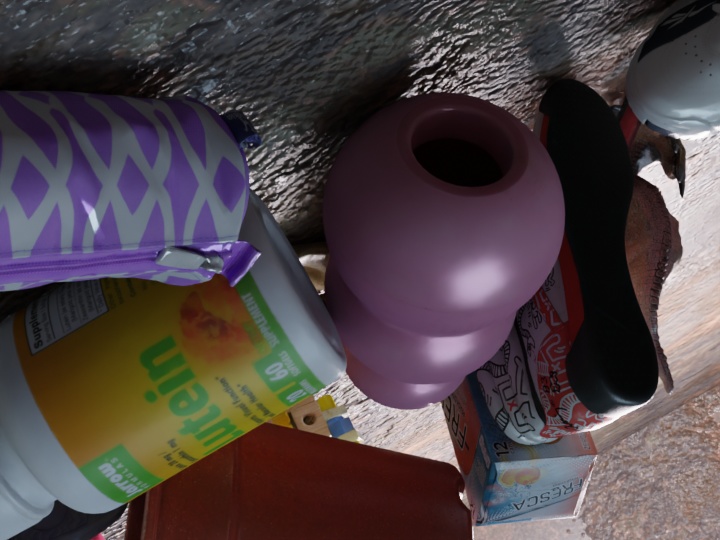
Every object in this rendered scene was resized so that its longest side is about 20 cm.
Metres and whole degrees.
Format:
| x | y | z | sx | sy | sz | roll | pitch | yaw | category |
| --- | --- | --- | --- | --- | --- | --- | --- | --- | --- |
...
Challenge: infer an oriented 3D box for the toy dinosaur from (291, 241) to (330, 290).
| x | y | z | sx | sy | sz | roll | pitch | yaw | category |
| --- | --- | --- | --- | --- | --- | --- | --- | --- | --- |
| 0.000 | 0.000 | 0.874 | 0.100 | 0.059 | 0.200 | -18 | 158 | 16 | toy dinosaur |

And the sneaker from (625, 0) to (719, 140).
| x | y | z | sx | sy | sz | roll | pitch | yaw | category |
| --- | --- | --- | --- | --- | --- | --- | --- | --- | --- |
| 0.230 | -0.155 | 0.733 | 0.198 | 0.080 | 0.130 | -26 | 162 | -11 | sneaker |

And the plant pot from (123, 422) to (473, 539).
| x | y | z | sx | sy | sz | roll | pitch | yaw | category |
| --- | --- | --- | --- | --- | --- | --- | --- | --- | --- |
| -0.043 | 0.178 | 0.842 | 0.193 | 0.203 | 0.201 | 8 | 153 | -11 | plant pot |

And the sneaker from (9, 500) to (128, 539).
| x | y | z | sx | sy | sz | roll | pitch | yaw | category |
| --- | --- | --- | --- | --- | --- | --- | --- | --- | --- |
| -0.236 | 0.176 | 0.924 | 0.198 | 0.074 | 0.118 | -19 | 156 | 0 | sneaker |

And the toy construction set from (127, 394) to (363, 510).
| x | y | z | sx | sy | sz | roll | pitch | yaw | category |
| --- | --- | --- | --- | --- | --- | --- | --- | --- | --- |
| -0.092 | 0.146 | 0.993 | 0.199 | 0.092 | 0.131 | -38 | 166 | -10 | toy construction set |

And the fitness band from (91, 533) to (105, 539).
| x | y | z | sx | sy | sz | roll | pitch | yaw | category |
| --- | --- | --- | --- | --- | --- | --- | --- | --- | --- |
| -0.267 | 0.243 | 1.015 | 0.199 | 0.038 | 0.144 | -20 | -162 | 31 | fitness band |

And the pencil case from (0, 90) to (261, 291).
| x | y | z | sx | sy | sz | roll | pitch | yaw | category |
| --- | --- | --- | --- | --- | --- | --- | --- | --- | --- |
| -0.128 | -0.022 | 0.520 | 0.199 | 0.086 | 0.084 | -8 | 152 | -48 | pencil case |

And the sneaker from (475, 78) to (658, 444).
| x | y | z | sx | sy | sz | roll | pitch | yaw | category |
| --- | --- | --- | --- | --- | --- | --- | --- | --- | --- |
| 0.105 | -0.002 | 0.802 | 0.067 | 0.203 | 0.108 | 10 | 152 | -30 | sneaker |

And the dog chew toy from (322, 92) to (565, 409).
| x | y | z | sx | sy | sz | roll | pitch | yaw | category |
| --- | --- | --- | --- | --- | --- | --- | --- | --- | --- |
| 0.035 | 0.003 | 0.746 | 0.124 | 0.125 | 0.201 | -21 | 148 | -25 | dog chew toy |

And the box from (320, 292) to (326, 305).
| x | y | z | sx | sy | sz | roll | pitch | yaw | category |
| --- | --- | --- | --- | --- | --- | --- | --- | --- | --- |
| -0.111 | 0.090 | 0.977 | 0.162 | 0.021 | 0.200 | -20 | 161 | -29 | box |

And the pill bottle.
| x | y | z | sx | sy | sz | roll | pitch | yaw | category |
| --- | --- | --- | --- | --- | --- | --- | --- | --- | --- |
| -0.116 | 0.052 | 0.702 | 0.199 | 0.112 | 0.111 | -30 | 163 | 4 | pill bottle |

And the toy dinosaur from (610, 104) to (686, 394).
| x | y | z | sx | sy | sz | roll | pitch | yaw | category |
| --- | --- | --- | --- | --- | --- | --- | --- | --- | --- |
| 0.171 | -0.029 | 0.879 | 0.085 | 0.201 | 0.135 | 27 | 125 | -34 | toy dinosaur |

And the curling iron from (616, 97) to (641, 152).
| x | y | z | sx | sy | sz | roll | pitch | yaw | category |
| --- | --- | --- | --- | --- | --- | --- | --- | --- | --- |
| 0.155 | -0.055 | 0.831 | 0.201 | 0.049 | 0.026 | -59 | 170 | 7 | curling iron |

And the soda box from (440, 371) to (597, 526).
| x | y | z | sx | sy | sz | roll | pitch | yaw | category |
| --- | --- | --- | --- | --- | --- | --- | --- | --- | --- |
| 0.085 | 0.061 | 0.883 | 0.068 | 0.201 | 0.064 | -2 | 134 | -11 | soda box |
